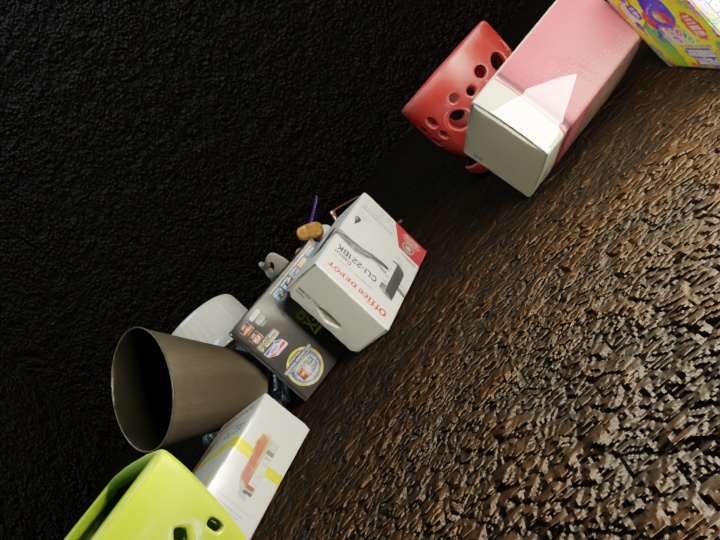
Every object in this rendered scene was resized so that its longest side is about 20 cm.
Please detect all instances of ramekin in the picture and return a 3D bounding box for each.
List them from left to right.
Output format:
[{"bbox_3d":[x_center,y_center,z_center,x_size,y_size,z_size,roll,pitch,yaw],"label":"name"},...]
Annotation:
[{"bbox_3d":[-0.295,0.142,1.264,0.200,0.098,0.201,-45,-10,-10],"label":"ramekin"}]

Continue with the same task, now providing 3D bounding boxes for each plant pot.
[{"bbox_3d":[-0.163,0.280,0.473,0.199,0.181,0.201,-35,16,53],"label":"plant pot"},{"bbox_3d":[0.197,-0.283,1.075,0.201,0.182,0.201,-47,10,11],"label":"plant pot"}]

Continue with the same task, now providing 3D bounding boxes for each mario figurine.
[{"bbox_3d":[-0.074,-0.029,1.227,0.124,0.105,0.200,-53,-7,-9],"label":"mario figurine"}]

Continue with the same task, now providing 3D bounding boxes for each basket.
[{"bbox_3d":[-0.246,0.177,0.952,0.136,0.182,0.199,-42,-31,24],"label":"basket"}]

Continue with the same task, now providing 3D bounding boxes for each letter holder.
[{"bbox_3d":[-0.008,-0.086,1.358,0.141,0.101,0.200,-33,-3,-21],"label":"letter holder"}]

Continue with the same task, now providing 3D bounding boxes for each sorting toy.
[{"bbox_3d":[-0.152,0.032,1.436,0.107,0.180,0.200,-51,9,-20],"label":"sorting toy"}]

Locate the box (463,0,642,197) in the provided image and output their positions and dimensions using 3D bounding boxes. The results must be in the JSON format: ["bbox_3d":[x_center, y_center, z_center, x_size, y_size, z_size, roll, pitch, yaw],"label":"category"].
[{"bbox_3d":[0.229,-0.213,0.766,0.201,0.108,0.128,-51,-14,-9],"label":"box"}]

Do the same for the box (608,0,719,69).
[{"bbox_3d":[0.359,-0.301,0.585,0.193,0.122,0.200,-47,9,17],"label":"box"}]

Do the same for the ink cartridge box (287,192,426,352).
[{"bbox_3d":[0.000,0.000,0.964,0.084,0.144,0.201,-39,13,42],"label":"ink cartridge box"}]

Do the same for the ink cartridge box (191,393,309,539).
[{"bbox_3d":[-0.170,0.278,0.820,0.145,0.083,0.201,-40,13,44],"label":"ink cartridge box"}]

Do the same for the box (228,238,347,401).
[{"bbox_3d":[-0.086,0.077,1.011,0.201,0.160,0.044,-50,8,-13],"label":"box"}]

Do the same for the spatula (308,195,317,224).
[{"bbox_3d":[-0.097,-0.054,1.332,0.057,0.020,0.204,-119,27,-77],"label":"spatula"}]

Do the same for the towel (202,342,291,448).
[{"bbox_3d":[-0.216,0.213,1.137,0.166,0.085,0.201,-46,28,13],"label":"towel"}]
